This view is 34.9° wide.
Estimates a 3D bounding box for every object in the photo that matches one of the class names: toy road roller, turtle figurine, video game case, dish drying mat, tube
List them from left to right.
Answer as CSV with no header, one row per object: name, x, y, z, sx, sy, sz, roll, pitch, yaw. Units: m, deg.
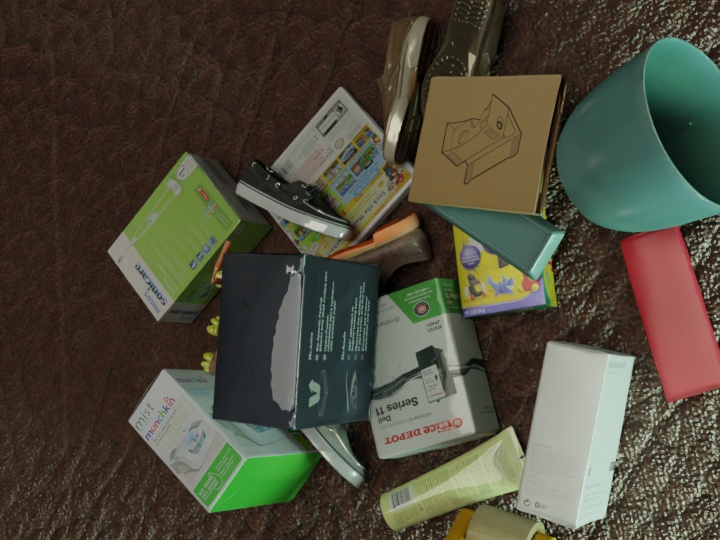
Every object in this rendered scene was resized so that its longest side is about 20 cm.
turtle figurine,-0.166,0.073,1.481,0.064,0.161,0.202,-1,76,-16
video game case,-0.035,-0.120,1.580,0.200,0.023,0.182,-47,66,16
tube,0.120,0.271,1.444,0.199,0.058,0.052,-28,30,20
toy road roller,0.156,0.401,1.384,0.122,0.147,0.201,13,54,29
dish drying mat,0.366,0.048,1.343,0.076,0.018,0.202,-21,76,27

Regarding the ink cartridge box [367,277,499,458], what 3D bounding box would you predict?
ink cartridge box,0.078,0.127,1.457,0.146,0.083,0.202,-20,77,26

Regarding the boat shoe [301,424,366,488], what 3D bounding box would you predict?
boat shoe,-0.048,0.198,1.533,0.066,0.072,0.200,-39,67,-3

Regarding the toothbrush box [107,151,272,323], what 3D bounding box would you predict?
toothbrush box,-0.248,-0.045,1.654,0.200,0.086,0.146,-48,66,16

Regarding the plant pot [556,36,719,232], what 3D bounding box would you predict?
plant pot,0.320,-0.135,1.292,0.161,0.199,0.202,-27,71,46

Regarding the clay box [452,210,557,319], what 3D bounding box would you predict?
clay box,0.176,-0.046,1.440,0.114,0.047,0.202,-11,80,28

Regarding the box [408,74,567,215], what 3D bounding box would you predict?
box,0.150,-0.155,1.387,0.199,0.021,0.165,9,88,45

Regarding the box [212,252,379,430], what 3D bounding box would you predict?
box,-0.073,0.083,1.380,0.116,0.200,0.199,3,88,26

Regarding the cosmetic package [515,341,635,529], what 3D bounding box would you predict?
cosmetic package,0.253,0.187,1.339,0.081,0.113,0.202,13,93,30

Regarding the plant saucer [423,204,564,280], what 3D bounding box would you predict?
plant saucer,0.155,-0.068,1.417,0.200,0.019,0.070,37,104,29

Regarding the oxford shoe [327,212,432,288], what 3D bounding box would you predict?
oxford shoe,0.000,0.000,1.513,0.199,0.071,0.073,-27,96,16

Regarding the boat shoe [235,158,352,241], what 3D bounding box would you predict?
boat shoe,-0.088,-0.097,1.556,0.199,0.068,0.057,26,97,30

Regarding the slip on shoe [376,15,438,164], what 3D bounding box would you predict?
slip on shoe,0.051,-0.239,1.512,0.060,0.076,0.202,10,87,24

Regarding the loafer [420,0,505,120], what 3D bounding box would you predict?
loafer,0.140,-0.269,1.473,0.076,0.068,0.201,40,121,34

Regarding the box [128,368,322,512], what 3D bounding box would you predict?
box,-0.176,0.223,1.523,0.176,0.200,0.097,42,104,26
